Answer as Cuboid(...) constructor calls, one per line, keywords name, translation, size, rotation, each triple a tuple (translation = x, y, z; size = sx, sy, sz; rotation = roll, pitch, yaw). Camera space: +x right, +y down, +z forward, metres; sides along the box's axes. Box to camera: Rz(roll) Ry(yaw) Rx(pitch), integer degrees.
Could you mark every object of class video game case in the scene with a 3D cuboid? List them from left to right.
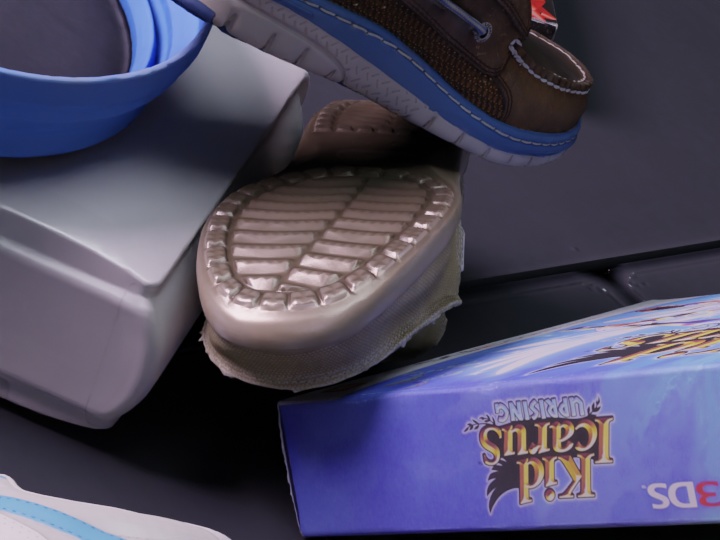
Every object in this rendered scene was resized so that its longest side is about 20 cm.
Cuboid(name="video game case", translation=(0.108, 0.035, 0.721), size=(0.181, 0.046, 0.200), rotation=(-14, 4, -44))

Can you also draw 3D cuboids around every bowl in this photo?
Cuboid(name="bowl", translation=(-0.139, -0.108, 0.746), size=(0.200, 0.039, 0.201), rotation=(24, 32, -16))

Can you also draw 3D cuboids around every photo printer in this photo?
Cuboid(name="photo printer", translation=(-0.110, -0.046, 0.801), size=(0.166, 0.070, 0.200), rotation=(24, 31, 4))

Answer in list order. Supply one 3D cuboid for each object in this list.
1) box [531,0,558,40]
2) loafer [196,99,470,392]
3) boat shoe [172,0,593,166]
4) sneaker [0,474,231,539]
Cuboid(name="box", translation=(0.008, -0.155, 1.077), size=(0.137, 0.040, 0.200), rotation=(15, 31, -13))
Cuboid(name="loafer", translation=(0.000, 0.000, 0.778), size=(0.075, 0.068, 0.200), rotation=(4, 19, 13))
Cuboid(name="boat shoe", translation=(0.021, -0.089, 0.774), size=(0.200, 0.072, 0.072), rotation=(16, 23, -52))
Cuboid(name="sneaker", translation=(-0.027, 0.107, 0.610), size=(0.200, 0.077, 0.081), rotation=(23, 28, -1))
